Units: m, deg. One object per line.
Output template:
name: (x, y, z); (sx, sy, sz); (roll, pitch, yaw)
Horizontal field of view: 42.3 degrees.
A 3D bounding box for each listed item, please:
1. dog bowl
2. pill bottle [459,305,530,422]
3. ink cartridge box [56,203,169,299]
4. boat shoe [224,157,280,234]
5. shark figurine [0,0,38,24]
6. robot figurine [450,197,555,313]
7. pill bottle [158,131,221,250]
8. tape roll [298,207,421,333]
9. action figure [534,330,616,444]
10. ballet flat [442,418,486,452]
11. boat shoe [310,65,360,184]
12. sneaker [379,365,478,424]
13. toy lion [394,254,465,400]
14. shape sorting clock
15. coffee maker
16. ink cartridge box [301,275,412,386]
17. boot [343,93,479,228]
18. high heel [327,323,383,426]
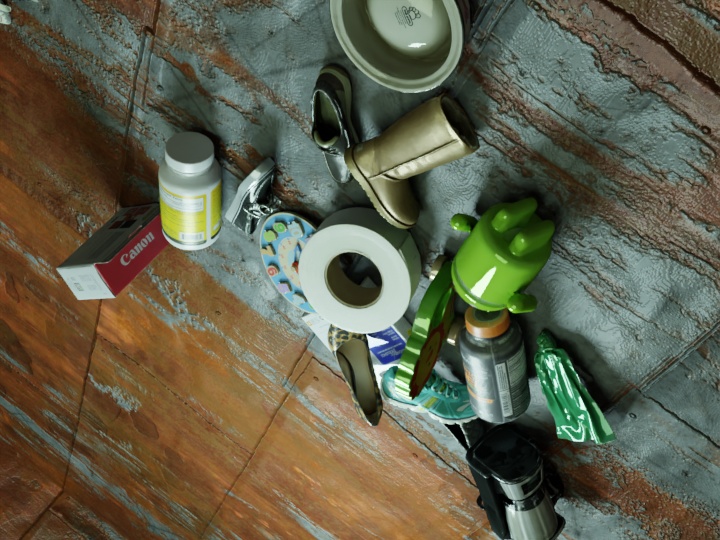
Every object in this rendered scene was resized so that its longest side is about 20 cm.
dog bowl: (0.060, -0.340, 1.222); (0.198, 0.074, 0.202); (22, 137, 21)
pill bottle: (0.219, 0.144, 1.530); (0.105, 0.106, 0.202); (10, 132, 31)
ink cartridge box: (-0.461, -0.039, 1.818); (0.174, 0.201, 0.085); (-4, 126, 41)
boat shoe: (-0.179, -0.122, 1.616); (0.068, 0.074, 0.199); (43, 141, 1)
shark figurine: (-0.634, -0.508, 1.617); (0.127, 0.091, 0.213); (21, 162, -34)
robot figurine: (0.207, -0.019, 1.375); (0.176, 0.115, 0.201); (54, 146, 18)
pill bottle: (-0.304, -0.143, 1.667); (0.111, 0.113, 0.202); (26, 139, 15)
tape roll: (0.000, 0.000, 1.549); (0.199, 0.071, 0.205); (9, 119, 16)
action figure: (0.335, 0.187, 1.519); (0.117, 0.055, 0.202); (-11, 112, 46)
ballet flat: (0.152, 0.262, 1.732); (0.199, 0.057, 0.067); (38, 140, 2)
boat shoe: (-0.046, -0.212, 1.432); (0.071, 0.066, 0.203); (17, 136, 24)
sneaker: (0.132, 0.217, 1.656); (0.197, 0.078, 0.080); (11, 140, 1)
toy lion: (0.110, 0.104, 1.509); (0.068, 0.192, 0.202); (22, 138, 19)
shape sorting clock: (-0.110, -0.011, 1.675); (0.198, 0.039, 0.203); (21, 127, 30)
coffee maker: (0.264, 0.394, 1.708); (0.190, 0.135, 0.202); (4, 129, 36)
ink cartridge box: (0.013, 0.122, 1.724); (0.200, 0.047, 0.197); (48, 139, -13)
boot: (0.093, -0.153, 1.380); (0.198, 0.067, 0.175); (-20, 128, 39)
high heel: (-0.003, 0.176, 1.644); (0.070, 0.144, 0.202); (-20, 136, -3)
